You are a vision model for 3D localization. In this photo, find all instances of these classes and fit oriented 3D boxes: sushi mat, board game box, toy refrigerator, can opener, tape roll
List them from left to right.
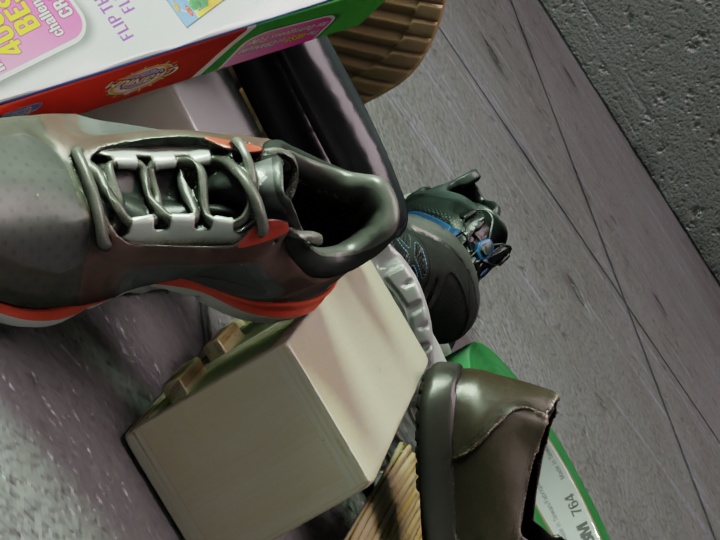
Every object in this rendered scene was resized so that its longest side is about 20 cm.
[{"bbox_3d":[-0.100,-0.145,0.839,0.199,0.040,0.154,-21,80,-34],"label":"board game box"},{"bbox_3d":[-0.039,-0.098,0.932,0.063,0.078,0.201,-15,-76,60],"label":"can opener"},{"bbox_3d":[-0.030,0.049,0.897,0.070,0.076,0.200,59,13,-6],"label":"toy refrigerator"},{"bbox_3d":[0.016,0.144,0.955,0.200,0.012,0.096,-46,125,-77],"label":"sushi mat"},{"bbox_3d":[0.094,0.139,1.252,0.201,0.048,0.201,56,13,-21],"label":"tape roll"}]

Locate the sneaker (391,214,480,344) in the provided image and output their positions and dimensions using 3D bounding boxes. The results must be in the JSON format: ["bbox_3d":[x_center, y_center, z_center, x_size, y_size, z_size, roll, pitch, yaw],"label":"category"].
[{"bbox_3d":[0.000,0.000,1.180,0.200,0.073,0.082,40,40,-45],"label":"sneaker"}]

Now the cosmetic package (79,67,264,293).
[{"bbox_3d":[-0.110,-0.095,0.908,0.201,0.071,0.101,63,12,6],"label":"cosmetic package"}]

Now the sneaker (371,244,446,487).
[{"bbox_3d":[0.011,0.053,1.088,0.099,0.077,0.201,-101,168,-73],"label":"sneaker"}]

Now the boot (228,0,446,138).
[{"bbox_3d":[-0.030,-0.124,1.052,0.072,0.201,0.167,19,28,-23],"label":"boot"}]

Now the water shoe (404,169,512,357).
[{"bbox_3d":[0.052,-0.012,1.352,0.072,0.079,0.200,55,13,-21],"label":"water shoe"}]

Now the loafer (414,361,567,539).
[{"bbox_3d":[0.063,0.140,0.946,0.073,0.071,0.202,-26,113,-80],"label":"loafer"}]

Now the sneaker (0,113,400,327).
[{"bbox_3d":[-0.067,-0.028,0.765,0.199,0.082,0.078,1,72,-44],"label":"sneaker"}]
